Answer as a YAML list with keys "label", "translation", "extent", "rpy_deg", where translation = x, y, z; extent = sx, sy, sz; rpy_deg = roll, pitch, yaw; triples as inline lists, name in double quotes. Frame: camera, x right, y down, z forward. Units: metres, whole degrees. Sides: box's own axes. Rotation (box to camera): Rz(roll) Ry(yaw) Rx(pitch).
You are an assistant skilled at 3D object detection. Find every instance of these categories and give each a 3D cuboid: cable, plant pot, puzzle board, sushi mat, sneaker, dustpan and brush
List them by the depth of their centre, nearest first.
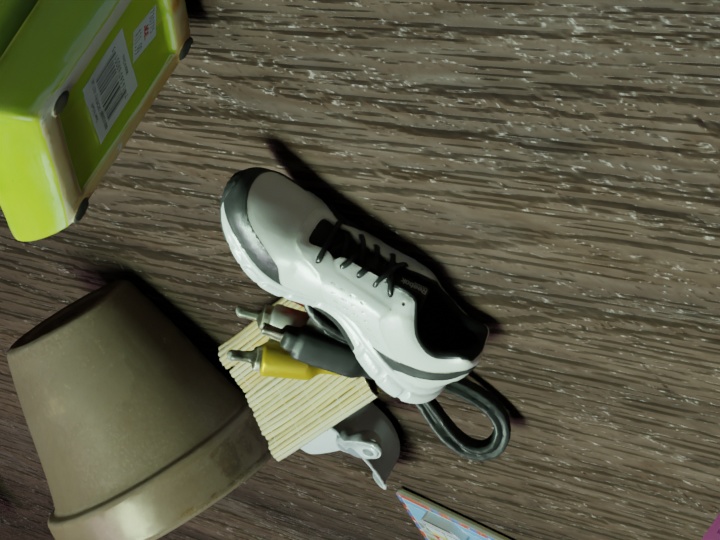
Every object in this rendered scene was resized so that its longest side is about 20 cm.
- label: "plant pot"
  translation: [-0.210, -0.143, 1.549]
  extent: [0.181, 0.199, 0.200]
  rpy_deg: [27, 160, 12]
- label: "sneaker"
  translation: [0.000, 0.000, 1.715]
  extent: [0.200, 0.074, 0.080]
  rpy_deg: [39, 148, -18]
- label: "cable"
  translation: [0.016, 0.053, 1.829]
  extent: [0.199, 0.097, 0.050]
  rpy_deg: [21, -164, -9]
- label: "sushi mat"
  translation: [-0.046, 0.071, 1.940]
  extent: [0.096, 0.012, 0.200]
  rpy_deg: [59, 153, 4]
- label: "dustpan and brush"
  translation: [-0.014, 0.116, 2.006]
  extent: [0.140, 0.057, 0.200]
  rpy_deg: [42, 160, -13]
- label: "puzzle board"
  translation: [0.125, 0.247, 2.135]
  extent: [0.200, 0.017, 0.151]
  rpy_deg: [22, 156, 39]
- label: "plant pot"
  translation: [-0.185, 0.108, 2.151]
  extent: [0.175, 0.200, 0.200]
  rpy_deg: [60, 158, -9]

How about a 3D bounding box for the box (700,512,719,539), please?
- label: "box"
  translation: [0.313, 0.216, 1.580]
  extent: [0.176, 0.097, 0.200]
  rpy_deg: [10, 147, 54]
